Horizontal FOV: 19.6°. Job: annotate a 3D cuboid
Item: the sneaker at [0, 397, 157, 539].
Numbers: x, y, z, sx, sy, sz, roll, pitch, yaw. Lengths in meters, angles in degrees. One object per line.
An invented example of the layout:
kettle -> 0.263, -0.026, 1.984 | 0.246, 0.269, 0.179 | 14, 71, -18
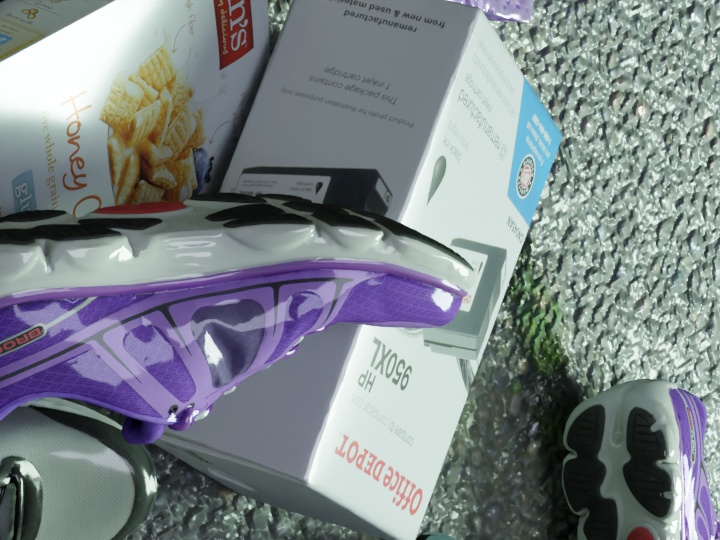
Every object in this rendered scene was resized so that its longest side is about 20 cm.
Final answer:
sneaker -> -0.160, 0.088, 0.701 | 0.200, 0.079, 0.074 | -4, 111, -28

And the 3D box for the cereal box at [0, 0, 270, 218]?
cereal box -> -0.106, -0.039, 0.785 | 0.200, 0.039, 0.144 | -37, 138, -42

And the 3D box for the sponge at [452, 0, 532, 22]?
sponge -> 0.043, -0.220, 0.944 | 0.111, 0.030, 0.200 | 10, 88, -38

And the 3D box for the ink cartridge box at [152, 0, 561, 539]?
ink cartridge box -> 0.000, 0.000, 0.862 | 0.200, 0.084, 0.145 | -69, 156, -10

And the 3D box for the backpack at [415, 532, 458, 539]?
backpack -> 0.067, 0.220, 0.894 | 0.150, 0.200, 0.178 | -35, 115, -30

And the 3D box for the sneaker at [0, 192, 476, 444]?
sneaker -> -0.056, 0.018, 0.732 | 0.200, 0.081, 0.084 | -5, 103, -22

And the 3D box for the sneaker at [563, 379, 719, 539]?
sneaker -> 0.149, 0.154, 1.024 | 0.083, 0.081, 0.200 | -4, 100, -50
